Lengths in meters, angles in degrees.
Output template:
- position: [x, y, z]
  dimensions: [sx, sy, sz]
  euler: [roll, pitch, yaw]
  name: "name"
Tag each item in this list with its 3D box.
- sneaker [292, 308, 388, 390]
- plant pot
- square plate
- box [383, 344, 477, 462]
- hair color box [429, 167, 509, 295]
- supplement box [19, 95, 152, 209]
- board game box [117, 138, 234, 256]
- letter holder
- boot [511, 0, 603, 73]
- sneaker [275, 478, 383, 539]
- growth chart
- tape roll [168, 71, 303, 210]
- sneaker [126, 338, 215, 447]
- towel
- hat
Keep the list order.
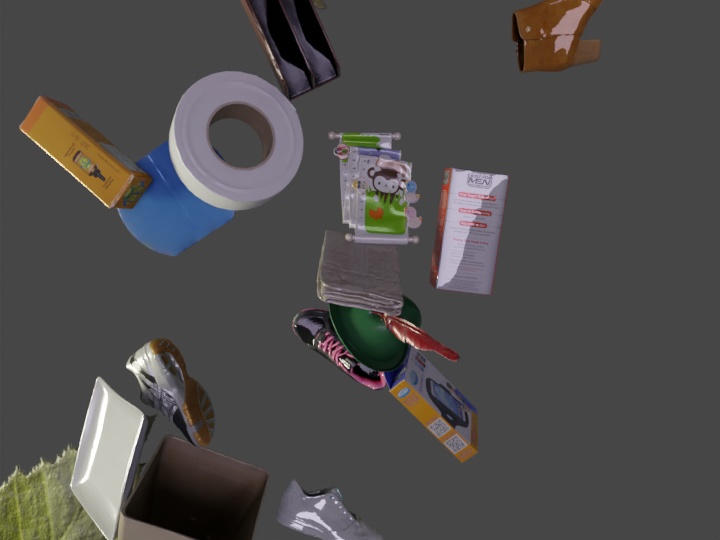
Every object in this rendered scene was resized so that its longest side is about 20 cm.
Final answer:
- position: [-0.028, 0.135, 0.977]
  dimensions: [0.199, 0.095, 0.079]
  euler: [34, 97, -6]
  name: "sneaker"
- position: [-0.286, 0.430, 0.957]
  dimensions: [0.198, 0.200, 0.178]
  euler: [23, 108, -6]
  name: "plant pot"
- position: [-0.404, 0.295, 0.936]
  dimensions: [0.028, 0.199, 0.200]
  euler: [14, 89, -44]
  name: "square plate"
- position: [0.121, 0.214, 0.981]
  dimensions: [0.041, 0.119, 0.200]
  euler: [-39, 100, 22]
  name: "box"
- position: [0.182, -0.066, 0.981]
  dimensions: [0.100, 0.061, 0.202]
  euler: [7, 98, -4]
  name: "hair color box"
- position: [-0.426, -0.181, 0.904]
  dimensions: [0.200, 0.069, 0.067]
  euler: [41, 98, 7]
  name: "supplement box"
- position: [-0.297, -0.124, 0.955]
  dimensions: [0.199, 0.039, 0.159]
  euler: [-32, 99, 8]
  name: "board game box"
- position: [-0.114, -0.381, 0.880]
  dimensions: [0.100, 0.142, 0.201]
  euler: [-25, 98, 0]
  name: "letter holder"
- position: [0.316, -0.428, 0.937]
  dimensions: [0.142, 0.071, 0.203]
  euler: [-6, 103, -6]
  name: "boot"
- position: [-0.045, 0.432, 1.029]
  dimensions: [0.198, 0.075, 0.089]
  euler: [21, 84, -5]
  name: "sneaker"
- position: [0.028, -0.138, 0.965]
  dimensions: [0.143, 0.018, 0.202]
  euler: [-7, 86, -9]
  name: "growth chart"
- position: [-0.191, -0.199, 0.898]
  dimensions: [0.200, 0.071, 0.205]
  euler: [3, 82, -24]
  name: "tape roll"
- position: [-0.323, 0.215, 0.988]
  dimensions: [0.087, 0.076, 0.201]
  euler: [-25, 95, 16]
  name: "sneaker"
- position: [0.000, 0.000, 0.916]
  dimensions: [0.131, 0.201, 0.035]
  euler: [12, 121, -6]
  name: "towel"
- position: [0.071, 0.055, 0.898]
  dimensions: [0.176, 0.165, 0.201]
  euler: [-38, 82, 40]
  name: "hat"
